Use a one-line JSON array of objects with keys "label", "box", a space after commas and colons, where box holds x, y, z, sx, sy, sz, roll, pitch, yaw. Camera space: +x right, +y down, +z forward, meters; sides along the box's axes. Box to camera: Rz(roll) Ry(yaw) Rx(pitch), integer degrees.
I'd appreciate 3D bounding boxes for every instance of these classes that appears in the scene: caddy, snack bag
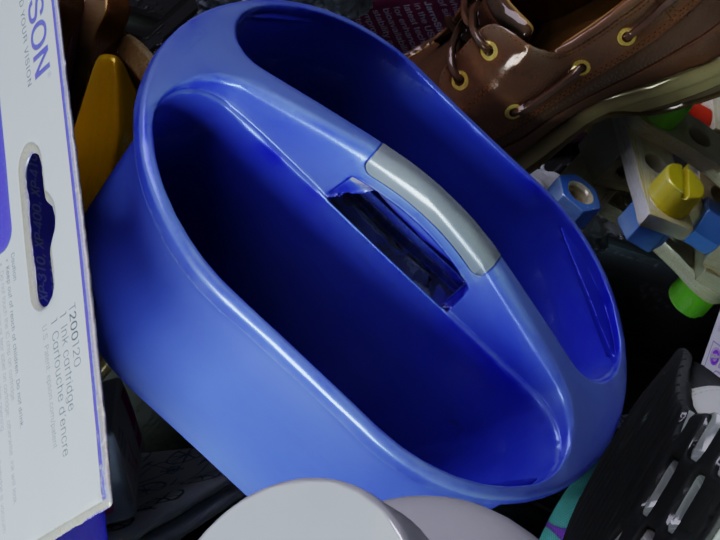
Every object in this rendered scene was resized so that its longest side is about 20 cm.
[{"label": "caddy", "box": [0.000, 0.000, 0.747, 0.105, 0.200, 0.141, -40, 10, 47]}, {"label": "snack bag", "box": [-0.157, 0.114, 0.893, 0.200, 0.021, 0.189, -11, 10, 33]}]

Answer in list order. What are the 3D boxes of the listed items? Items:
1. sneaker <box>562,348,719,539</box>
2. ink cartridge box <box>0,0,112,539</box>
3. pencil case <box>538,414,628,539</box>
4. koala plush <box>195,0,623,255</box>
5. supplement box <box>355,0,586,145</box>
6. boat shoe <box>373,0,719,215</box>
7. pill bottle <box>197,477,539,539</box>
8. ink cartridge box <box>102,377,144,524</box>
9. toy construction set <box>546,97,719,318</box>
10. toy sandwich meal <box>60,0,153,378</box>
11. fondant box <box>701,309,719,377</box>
[{"label": "sneaker", "box": [0.115, 0.078, 0.635, 0.074, 0.088, 0.200, -60, 6, 6]}, {"label": "ink cartridge box", "box": [-0.131, 0.015, 0.738, 0.200, 0.043, 0.198, -30, 61, 45]}, {"label": "pencil case", "box": [0.144, 0.121, 0.702, 0.092, 0.085, 0.200, -15, 27, -31]}, {"label": "koala plush", "box": [0.001, -0.019, 0.939, 0.200, 0.184, 0.177, 33, 78, 30]}, {"label": "supplement box", "box": [0.059, -0.132, 1.056, 0.200, 0.103, 0.131, -5, 40, 31]}, {"label": "boat shoe", "box": [0.057, -0.081, 0.820, 0.200, 0.068, 0.072, -23, 44, 15]}, {"label": "pill bottle", "box": [0.032, 0.124, 0.588, 0.104, 0.200, 0.104, -16, 57, 26]}, {"label": "ink cartridge box", "box": [-0.187, 0.094, 0.876, 0.200, 0.042, 0.119, -18, 9, -2]}, {"label": "toy construction set", "box": [0.135, -0.067, 0.894, 0.092, 0.131, 0.200, -44, 27, 51]}, {"label": "toy sandwich meal", "box": [-0.149, -0.028, 0.850, 0.205, 0.070, 0.205, -16, 61, 31]}, {"label": "fondant box", "box": [0.184, -0.014, 0.676, 0.144, 0.058, 0.200, -137, 60, -62]}]
